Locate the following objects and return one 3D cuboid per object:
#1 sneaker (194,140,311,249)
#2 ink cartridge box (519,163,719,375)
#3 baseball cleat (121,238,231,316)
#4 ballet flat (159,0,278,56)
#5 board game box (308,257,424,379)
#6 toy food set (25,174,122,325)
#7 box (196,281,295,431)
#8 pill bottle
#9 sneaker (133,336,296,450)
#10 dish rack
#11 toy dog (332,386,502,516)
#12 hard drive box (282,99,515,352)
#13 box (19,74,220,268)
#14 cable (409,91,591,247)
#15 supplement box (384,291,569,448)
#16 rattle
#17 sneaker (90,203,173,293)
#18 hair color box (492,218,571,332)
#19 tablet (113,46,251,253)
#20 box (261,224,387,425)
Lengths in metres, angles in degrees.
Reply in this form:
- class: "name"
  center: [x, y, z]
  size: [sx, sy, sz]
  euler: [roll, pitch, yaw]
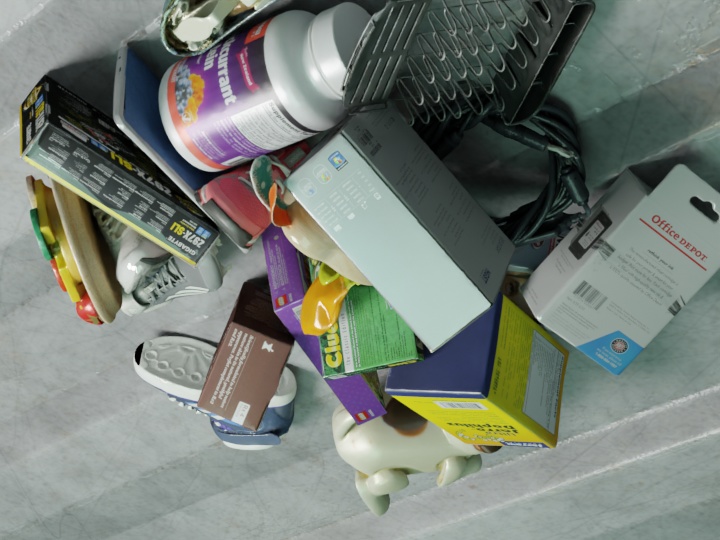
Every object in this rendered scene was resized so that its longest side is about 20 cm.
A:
- class: "sneaker"
  center: [-0.093, -0.085, 1.494]
  size: [0.074, 0.200, 0.087]
  euler: [45, 108, -2]
- class: "ink cartridge box"
  center: [0.265, -0.012, 1.513]
  size: [0.116, 0.067, 0.200]
  euler: [35, 105, -24]
- class: "baseball cleat"
  center: [-0.201, 0.012, 1.653]
  size: [0.070, 0.106, 0.200]
  euler: [59, 163, 1]
- class: "ballet flat"
  center: [-0.106, -0.244, 1.382]
  size: [0.074, 0.074, 0.200]
  euler: [36, 136, -25]
- class: "board game box"
  center: [0.000, 0.000, 1.553]
  size: [0.105, 0.200, 0.023]
  euler: [-12, 167, 21]
- class: "toy food set"
  center: [-0.291, -0.039, 1.598]
  size: [0.049, 0.200, 0.198]
  euler: [-18, 129, -2]
- class: "box"
  center: [-0.116, 0.088, 1.671]
  size: [0.075, 0.200, 0.100]
  euler: [23, 100, -6]
- class: "pill bottle"
  center: [-0.077, -0.169, 1.430]
  size: [0.200, 0.112, 0.111]
  euler: [-18, 131, 34]
- class: "sneaker"
  center: [-0.179, 0.161, 1.887]
  size: [0.200, 0.081, 0.147]
  euler: [12, 138, -5]
- class: "dish rack"
  center: [0.084, -0.182, 1.336]
  size: [0.200, 0.055, 0.153]
  euler: [-12, 147, -29]
- class: "toy dog"
  center: [0.079, 0.165, 1.779]
  size: [0.200, 0.140, 0.194]
  euler: [-17, 141, 16]
- class: "hard drive box"
  center: [0.040, -0.048, 1.412]
  size: [0.077, 0.156, 0.200]
  euler: [-39, 96, 23]
- class: "box"
  center: [-0.236, -0.098, 1.532]
  size: [0.200, 0.160, 0.049]
  euler: [33, 104, -23]
- class: "cable"
  center: [0.110, -0.087, 1.486]
  size: [0.200, 0.051, 0.163]
  euler: [-12, 120, 19]
- class: "supplement box"
  center: [0.122, 0.102, 1.606]
  size: [0.109, 0.109, 0.200]
  euler: [0, 159, 30]
- class: "rattle"
  center: [-0.067, -0.019, 1.448]
  size: [0.143, 0.130, 0.200]
  euler: [-29, 164, 28]
- class: "sneaker"
  center: [-0.237, -0.041, 1.592]
  size: [0.074, 0.200, 0.087]
  euler: [-41, 112, 2]
- class: "hair color box"
  center: [0.119, -0.001, 1.615]
  size: [0.200, 0.061, 0.099]
  euler: [8, 142, 7]
- class: "tablet"
  center: [-0.168, -0.115, 1.514]
  size: [0.014, 0.130, 0.200]
  euler: [-29, 127, 18]
- class: "box"
  center: [-0.039, 0.052, 1.666]
  size: [0.039, 0.137, 0.200]
  euler: [-24, 131, 10]
